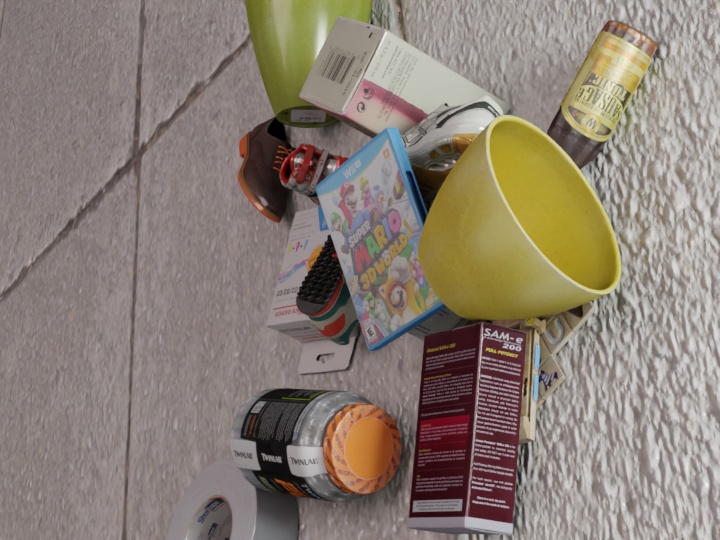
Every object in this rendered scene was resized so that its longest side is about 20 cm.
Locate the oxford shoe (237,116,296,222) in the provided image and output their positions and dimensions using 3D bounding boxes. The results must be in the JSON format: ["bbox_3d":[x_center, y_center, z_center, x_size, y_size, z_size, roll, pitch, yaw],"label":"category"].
[{"bbox_3d":[-0.128,-0.149,1.944,0.072,0.071,0.201,-41,39,24],"label":"oxford shoe"}]

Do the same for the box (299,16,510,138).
[{"bbox_3d":[0.051,-0.198,1.598,0.110,0.199,0.128,-62,32,2],"label":"box"}]

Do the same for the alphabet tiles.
[{"bbox_3d":[0.162,0.081,1.432,0.200,0.008,0.168,-51,35,21],"label":"alphabet tiles"}]

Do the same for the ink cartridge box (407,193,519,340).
[{"bbox_3d":[0.101,-0.041,1.529,0.200,0.083,0.147,-48,37,23],"label":"ink cartridge box"}]

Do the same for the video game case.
[{"bbox_3d":[0.024,-0.032,1.478,0.143,0.018,0.202,-35,67,46],"label":"video game case"}]

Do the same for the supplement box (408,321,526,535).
[{"bbox_3d":[0.107,0.160,1.371,0.109,0.060,0.202,-17,64,59],"label":"supplement box"}]

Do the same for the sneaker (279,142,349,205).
[{"bbox_3d":[-0.023,-0.117,1.734,0.201,0.107,0.068,2,70,55],"label":"sneaker"}]

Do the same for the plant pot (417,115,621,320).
[{"bbox_3d":[0.140,-0.031,1.350,0.142,0.199,0.201,-35,42,31],"label":"plant pot"}]

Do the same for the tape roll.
[{"bbox_3d":[-0.162,0.334,1.667,0.200,0.066,0.202,-34,44,40],"label":"tape roll"}]

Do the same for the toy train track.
[{"bbox_3d":[0.164,0.076,1.396,0.114,0.032,0.202,-24,51,46],"label":"toy train track"}]

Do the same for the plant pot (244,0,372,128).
[{"bbox_3d":[-0.071,-0.307,1.895,0.186,0.186,0.202,-17,70,49],"label":"plant pot"}]

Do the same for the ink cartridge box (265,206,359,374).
[{"bbox_3d":[-0.049,0.022,1.715,0.115,0.068,0.202,-11,60,52],"label":"ink cartridge box"}]

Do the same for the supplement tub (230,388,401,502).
[{"bbox_3d":[-0.051,0.196,1.550,0.199,0.122,0.124,-5,64,54],"label":"supplement tub"}]

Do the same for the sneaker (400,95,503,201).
[{"bbox_3d":[0.082,-0.134,1.496,0.199,0.076,0.088,-11,42,48],"label":"sneaker"}]

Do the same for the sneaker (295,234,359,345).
[{"bbox_3d":[0.000,0.000,1.651,0.070,0.094,0.201,4,51,41],"label":"sneaker"}]

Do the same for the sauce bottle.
[{"bbox_3d":[0.239,-0.161,1.435,0.066,0.066,0.201,34,99,57],"label":"sauce bottle"}]
